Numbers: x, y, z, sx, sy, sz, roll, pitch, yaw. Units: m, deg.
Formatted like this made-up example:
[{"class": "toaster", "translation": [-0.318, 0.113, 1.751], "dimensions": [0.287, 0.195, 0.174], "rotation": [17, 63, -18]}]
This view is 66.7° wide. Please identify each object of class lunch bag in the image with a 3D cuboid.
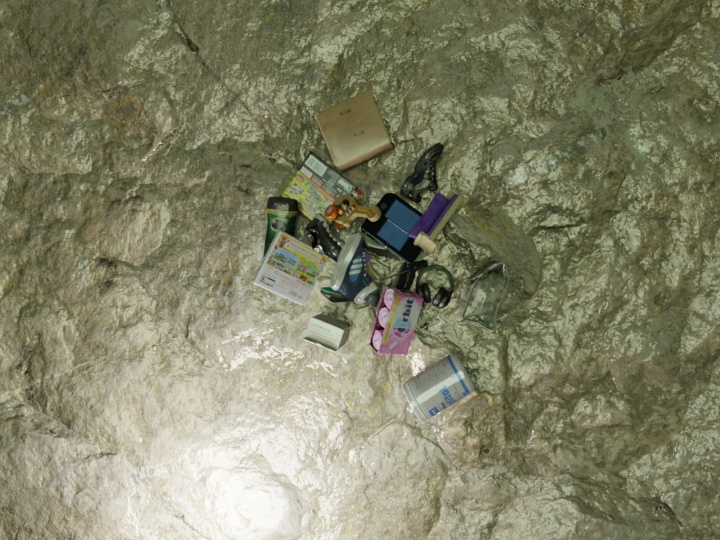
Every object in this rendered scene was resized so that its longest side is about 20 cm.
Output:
[{"class": "lunch bag", "translation": [0.375, 0.063, 1.658], "dimensions": [0.115, 0.164, 0.205], "rotation": [20, 92, 4]}]

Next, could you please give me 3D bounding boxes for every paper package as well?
[{"class": "paper package", "translation": [-0.017, -0.440, 1.734], "dimensions": [0.196, 0.103, 0.195], "rotation": [-23, 86, 7]}]

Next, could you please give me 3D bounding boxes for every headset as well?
[{"class": "headset", "translation": [0.228, 0.086, 1.735], "dimensions": [0.120, 0.094, 0.205], "rotation": [12, 76, 10]}]

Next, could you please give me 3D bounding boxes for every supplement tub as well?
[{"class": "supplement tub", "translation": [0.242, 0.360, 1.692], "dimensions": [0.198, 0.132, 0.134], "rotation": [-33, 87, 6]}]

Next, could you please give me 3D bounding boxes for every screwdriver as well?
[{"class": "screwdriver", "translation": [0.131, 0.007, 1.707], "dimensions": [0.196, 0.029, 0.028], "rotation": [-23, 74, -25]}]

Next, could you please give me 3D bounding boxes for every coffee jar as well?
[{"class": "coffee jar", "translation": [-0.256, -0.133, 1.758], "dimensions": [0.101, 0.085, 0.206], "rotation": [7, 100, 4]}]

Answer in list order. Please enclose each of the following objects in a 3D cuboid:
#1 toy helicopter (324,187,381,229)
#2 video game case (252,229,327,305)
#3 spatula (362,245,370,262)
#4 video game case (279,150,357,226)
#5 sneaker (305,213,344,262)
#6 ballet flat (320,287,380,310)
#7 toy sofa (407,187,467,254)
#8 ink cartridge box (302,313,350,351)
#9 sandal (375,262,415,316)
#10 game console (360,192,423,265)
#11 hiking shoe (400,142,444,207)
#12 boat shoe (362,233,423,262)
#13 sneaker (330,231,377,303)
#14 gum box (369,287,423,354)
[{"class": "toy helicopter", "translation": [-0.011, -0.195, 1.696], "dimensions": [0.197, 0.079, 0.135], "rotation": [15, 74, 40]}, {"class": "video game case", "translation": [-0.221, -0.007, 1.738], "dimensions": [0.198, 0.023, 0.185], "rotation": [27, 93, -35]}, {"class": "spatula", "translation": [0.060, -0.073, 1.766], "dimensions": [0.196, 0.021, 0.058], "rotation": [-22, 86, 6]}, {"class": "video game case", "translation": [-0.139, -0.256, 1.787], "dimensions": [0.198, 0.025, 0.182], "rotation": [37, 94, 4]}, {"class": "sneaker", "translation": [-0.110, -0.075, 1.738], "dimensions": [0.090, 0.066, 0.202], "rotation": [-41, 103, -30]}, {"class": "ballet flat", "translation": [-0.034, 0.094, 1.757], "dimensions": [0.194, 0.068, 0.070], "rotation": [2, 102, 7]}, {"class": "toy sofa", "translation": [0.235, -0.161, 1.681], "dimensions": [0.097, 0.083, 0.201], "rotation": [37, 71, 3]}, {"class": "ink cartridge box", "translation": [-0.102, 0.190, 1.695], "dimensions": [0.114, 0.200, 0.069], "rotation": [20, 92, 6]}, {"class": "sandal", "translation": [0.112, 0.068, 1.745], "dimensions": [0.079, 0.057, 0.204], "rotation": [38, 75, -29]}, {"class": "game console", "translation": [0.121, -0.135, 1.712], "dimensions": [0.198, 0.031, 0.178], "rotation": [35, 61, 4]}, {"class": "hiking shoe", "translation": [0.214, -0.303, 1.730], "dimensions": [0.100, 0.076, 0.202], "rotation": [36, 103, -3]}, {"class": "boat shoe", "translation": [0.103, -0.069, 1.727], "dimensions": [0.196, 0.061, 0.073], "rotation": [19, 61, -6]}, {"class": "sneaker", "translation": [0.000, 0.000, 1.706], "dimensions": [0.144, 0.080, 0.204], "rotation": [29, 73, -22]}, {"class": "gum box", "translation": [0.112, 0.154, 1.692], "dimensions": [0.111, 0.066, 0.205], "rotation": [7, 106, -29]}]
